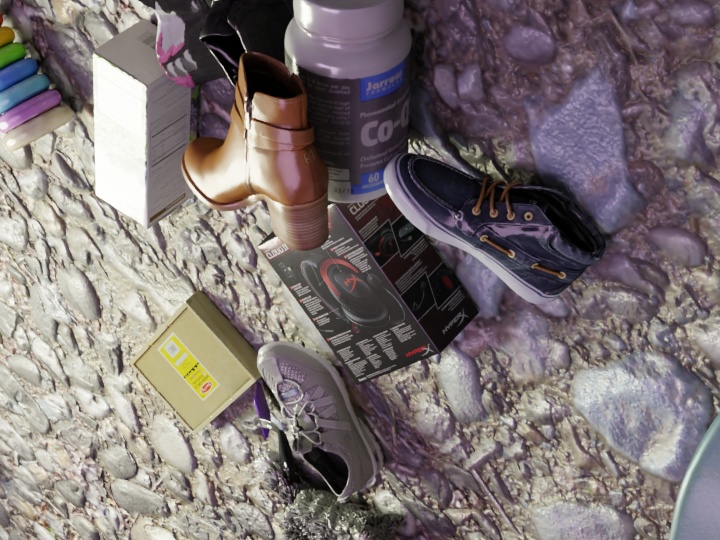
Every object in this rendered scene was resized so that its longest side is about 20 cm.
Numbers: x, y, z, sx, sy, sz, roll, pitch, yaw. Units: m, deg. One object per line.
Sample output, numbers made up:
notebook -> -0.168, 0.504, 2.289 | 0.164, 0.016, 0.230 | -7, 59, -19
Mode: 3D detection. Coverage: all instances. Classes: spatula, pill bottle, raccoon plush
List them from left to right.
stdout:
spatula -> -0.097, 0.181, 1.786 | 0.200, 0.020, 0.057 | -131, 23, -67
raccoon plush -> -0.042, 0.278, 1.859 | 0.200, 0.097, 0.134 | 46, 135, 3
pill bottle -> -0.011, -0.171, 1.408 | 0.113, 0.114, 0.201 | 26, 138, 26

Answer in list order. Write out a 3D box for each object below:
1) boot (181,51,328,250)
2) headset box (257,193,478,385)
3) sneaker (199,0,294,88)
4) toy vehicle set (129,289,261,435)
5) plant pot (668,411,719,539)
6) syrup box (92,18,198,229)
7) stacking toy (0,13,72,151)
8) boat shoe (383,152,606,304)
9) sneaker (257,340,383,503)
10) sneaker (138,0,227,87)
boot -> -0.101, -0.120, 1.403 | 0.200, 0.076, 0.157 | 39, 146, 45
headset box -> 0.000, 0.000, 1.578 | 0.201, 0.075, 0.148 | 54, 142, -8
sneaker -> -0.111, -0.243, 1.451 | 0.060, 0.104, 0.201 | -17, 110, 50
toy vehicle set -> -0.197, 0.114, 1.912 | 0.124, 0.026, 0.200 | 48, 143, 0
plant pot -> 0.372, 0.175, 1.284 | 0.195, 0.195, 0.202 | 17, 123, 34
syrup box -> -0.225, -0.151, 1.663 | 0.078, 0.081, 0.201 | 32, 140, 22
stacking toy -> -0.403, -0.240, 1.775 | 0.085, 0.085, 0.201 | -17, 103, 50
boat shoe -> 0.121, -0.056, 1.403 | 0.199, 0.071, 0.091 | 34, 139, -12
sneaker -> -0.048, 0.166, 1.756 | 0.074, 0.082, 0.201 | -29, 104, 37
sneaker -> -0.167, -0.265, 1.522 | 0.079, 0.087, 0.201 | -9, 143, 5
